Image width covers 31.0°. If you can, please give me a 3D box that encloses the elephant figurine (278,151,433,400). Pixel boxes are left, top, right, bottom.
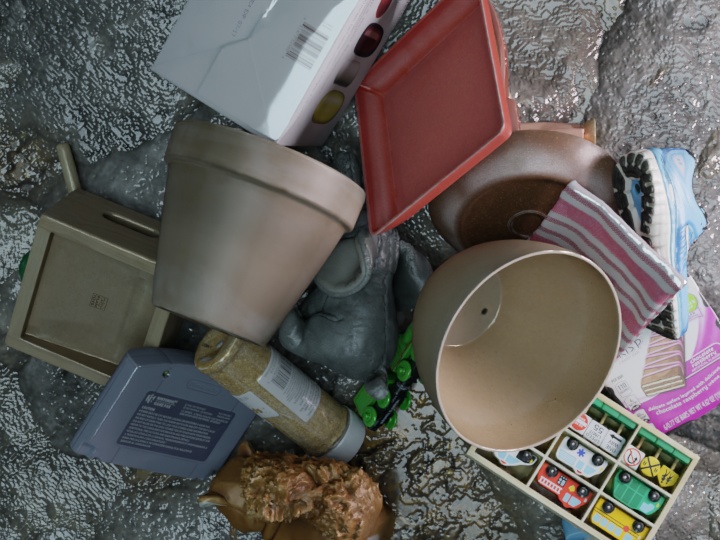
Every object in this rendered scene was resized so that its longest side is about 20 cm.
[{"bbox_3d":[0.000,0.000,1.331,0.155,0.142,0.200,23,102,5],"label":"elephant figurine"}]

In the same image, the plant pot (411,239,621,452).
[{"bbox_3d":[0.128,0.053,1.234,0.200,0.134,0.201,-11,115,-23],"label":"plant pot"}]

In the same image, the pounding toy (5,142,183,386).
[{"bbox_3d":[-0.278,-0.004,1.380,0.200,0.142,0.184,22,111,2],"label":"pounding toy"}]

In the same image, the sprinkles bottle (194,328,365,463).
[{"bbox_3d":[-0.082,0.130,1.357,0.068,0.068,0.200,-42,119,10],"label":"sprinkles bottle"}]

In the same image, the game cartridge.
[{"bbox_3d":[-0.196,0.149,1.362,0.133,0.200,0.041,-53,52,10],"label":"game cartridge"}]

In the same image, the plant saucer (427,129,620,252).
[{"bbox_3d":[0.167,-0.057,1.295,0.200,0.037,0.201,1,140,1],"label":"plant saucer"}]

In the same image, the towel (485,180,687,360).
[{"bbox_3d":[0.214,0.021,1.273,0.146,0.030,0.200,42,138,9],"label":"towel"}]

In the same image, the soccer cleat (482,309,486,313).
[{"bbox_3d":[0.135,0.090,1.358,0.069,0.085,0.200,-33,94,10],"label":"soccer cleat"}]

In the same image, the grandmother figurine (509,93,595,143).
[{"bbox_3d":[0.141,-0.128,1.338,0.199,0.061,0.122,0,71,5],"label":"grandmother figurine"}]

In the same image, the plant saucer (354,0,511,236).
[{"bbox_3d":[0.073,-0.157,1.267,0.037,0.200,0.200,19,140,-32],"label":"plant saucer"}]

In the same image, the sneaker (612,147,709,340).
[{"bbox_3d":[0.308,-0.026,1.265,0.090,0.078,0.200,-17,112,-23],"label":"sneaker"}]

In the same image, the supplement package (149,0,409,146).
[{"bbox_3d":[-0.070,-0.237,1.268,0.147,0.200,0.191,33,101,6],"label":"supplement package"}]

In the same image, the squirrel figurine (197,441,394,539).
[{"bbox_3d":[-0.073,0.243,1.363,0.186,0.142,0.200,29,145,18],"label":"squirrel figurine"}]

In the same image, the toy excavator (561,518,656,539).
[{"bbox_3d":[0.246,0.240,1.367,0.100,0.200,0.195,-15,141,6],"label":"toy excavator"}]

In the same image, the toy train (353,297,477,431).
[{"bbox_3d":[0.055,0.088,1.359,0.042,0.056,0.200,12,125,-36],"label":"toy train"}]

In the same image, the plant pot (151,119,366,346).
[{"bbox_3d":[-0.116,-0.027,1.246,0.200,0.200,0.174,20,85,3],"label":"plant pot"}]

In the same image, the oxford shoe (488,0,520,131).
[{"bbox_3d":[0.114,-0.195,1.300,0.074,0.071,0.201,-10,70,8],"label":"oxford shoe"}]

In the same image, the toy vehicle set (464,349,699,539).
[{"bbox_3d":[0.220,0.185,1.295,0.200,0.027,0.124,32,80,3],"label":"toy vehicle set"}]

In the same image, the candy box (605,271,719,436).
[{"bbox_3d":[0.298,0.063,1.348,0.136,0.061,0.200,-33,93,8],"label":"candy box"}]
